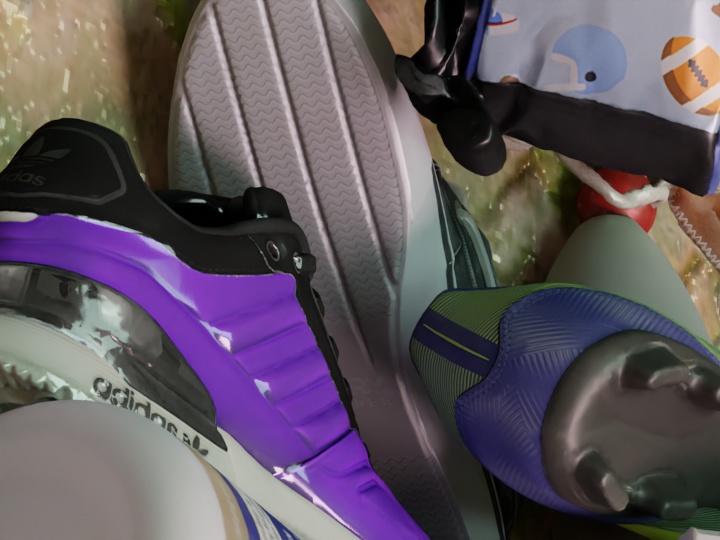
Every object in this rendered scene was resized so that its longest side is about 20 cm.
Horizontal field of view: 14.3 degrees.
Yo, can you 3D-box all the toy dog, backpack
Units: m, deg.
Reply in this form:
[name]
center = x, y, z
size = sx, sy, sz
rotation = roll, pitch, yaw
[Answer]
[toy dog]
center = 0.100, 0.002, 0.899
size = 0.132, 0.096, 0.201
rotation = 24, 64, -50
[backpack]
center = 0.094, -0.130, 0.768
size = 0.200, 0.153, 0.191
rotation = -76, 170, -70

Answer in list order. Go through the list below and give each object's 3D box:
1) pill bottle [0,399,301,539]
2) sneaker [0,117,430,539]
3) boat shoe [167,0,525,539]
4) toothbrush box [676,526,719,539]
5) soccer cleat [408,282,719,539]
[pill bottle]
center = -0.029, 0.125, 0.674
size = 0.200, 0.115, 0.116
rotation = 43, 50, -41
[sneaker]
center = -0.028, 0.030, 0.733
size = 0.200, 0.069, 0.100
rotation = 43, 50, -42
[boat shoe]
center = 0.000, 0.000, 0.795
size = 0.071, 0.072, 0.201
rotation = -54, 137, -55
[toothbrush box]
center = 0.100, 0.165, 0.777
size = 0.086, 0.200, 0.146
rotation = 8, 72, -8
[soccer cleat]
center = 0.087, 0.046, 0.789
size = 0.200, 0.084, 0.065
rotation = 28, 90, -51
